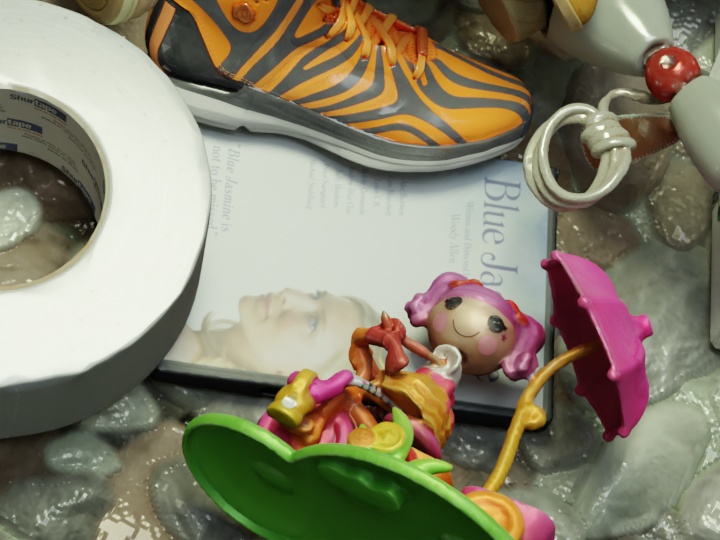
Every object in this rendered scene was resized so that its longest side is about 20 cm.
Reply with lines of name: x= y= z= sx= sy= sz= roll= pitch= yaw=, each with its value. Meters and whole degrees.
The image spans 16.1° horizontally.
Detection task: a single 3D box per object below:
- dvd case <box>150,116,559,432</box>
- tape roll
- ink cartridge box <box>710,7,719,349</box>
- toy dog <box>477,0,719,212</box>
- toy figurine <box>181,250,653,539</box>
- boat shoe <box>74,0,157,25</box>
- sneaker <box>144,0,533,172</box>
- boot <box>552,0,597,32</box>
dvd case: x=0.000 y=0.000 z=1.260 sx=0.200 sy=0.018 sz=0.143 roll=8 pitch=64 yaw=-11
tape roll: x=-0.171 y=-0.026 z=1.192 sx=0.200 sy=0.066 sz=0.200 roll=3 pitch=65 yaw=-7
ink cartridge box: x=0.261 y=-0.052 z=1.313 sx=0.146 sy=0.084 sz=0.200 roll=9 pitch=64 yaw=-10
toy dog: x=0.134 y=-0.103 z=1.271 sx=0.132 sy=0.096 sz=0.200 roll=-16 pitch=63 yaw=5
toy figurine: x=0.049 y=0.064 z=1.188 sx=0.200 sy=0.150 sz=0.184 roll=26 pitch=56 yaw=19
boat shoe: x=-0.117 y=-0.195 z=1.263 sx=0.064 sy=0.071 sz=0.200 roll=6 pitch=43 yaw=-24
sneaker: x=-0.002 y=-0.117 z=1.250 sx=0.200 sy=0.112 sz=0.078 roll=7 pitch=38 yaw=-12
boot: x=0.135 y=-0.224 z=1.220 sx=0.144 sy=0.071 sz=0.201 roll=-15 pitch=73 yaw=8
